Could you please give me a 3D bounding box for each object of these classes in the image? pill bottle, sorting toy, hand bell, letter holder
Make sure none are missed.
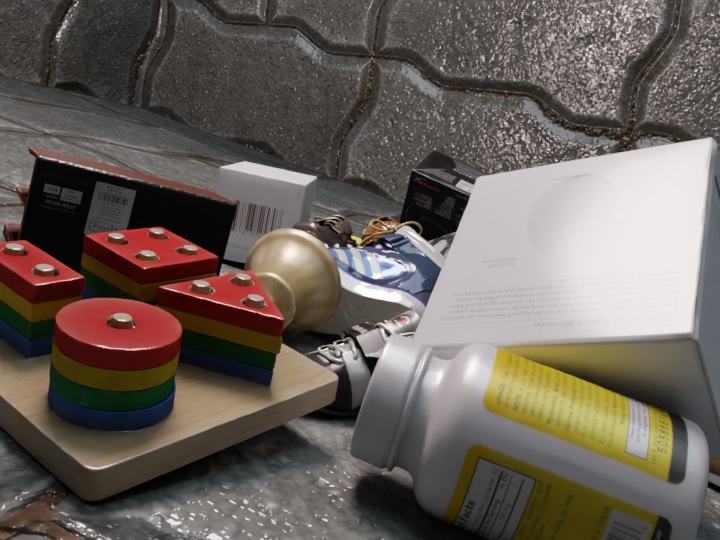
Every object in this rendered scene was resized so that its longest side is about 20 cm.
[{"bbox_3d":[0.098,0.112,0.479,0.197,0.113,0.111,20,10,9],"label":"pill bottle"},{"bbox_3d":[-0.141,0.035,0.497,0.197,0.071,0.198,25,21,32],"label":"sorting toy"},{"bbox_3d":[-0.095,0.039,0.668,0.102,0.106,0.200,20,22,11],"label":"hand bell"},{"bbox_3d":[-0.252,-0.056,0.802,0.197,0.102,0.142,12,10,-32],"label":"letter holder"}]

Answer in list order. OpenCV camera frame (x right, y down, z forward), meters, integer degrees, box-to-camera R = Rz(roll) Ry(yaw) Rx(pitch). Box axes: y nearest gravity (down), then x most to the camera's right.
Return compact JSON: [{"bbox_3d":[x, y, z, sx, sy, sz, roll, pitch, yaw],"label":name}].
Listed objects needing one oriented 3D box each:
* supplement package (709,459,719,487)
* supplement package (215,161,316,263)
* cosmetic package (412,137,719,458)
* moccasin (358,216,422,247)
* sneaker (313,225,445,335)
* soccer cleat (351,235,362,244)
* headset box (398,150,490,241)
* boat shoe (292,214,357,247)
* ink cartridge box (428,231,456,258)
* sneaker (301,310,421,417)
[{"bbox_3d":[0.353,0.141,0.779,0.198,0.116,0.109,24,10,33],"label":"supplement package"},{"bbox_3d":[-0.131,-0.079,1.065,0.114,0.120,0.200,11,10,-1],"label":"supplement package"},{"bbox_3d":[0.170,0.023,0.589,0.196,0.124,0.201,-6,39,34],"label":"cosmetic package"},{"bbox_3d":[0.034,-0.032,0.967,0.072,0.079,0.201,17,11,2],"label":"moccasin"},{"bbox_3d":[0.000,0.000,0.821,0.196,0.082,0.147,17,35,14],"label":"sneaker"},{"bbox_3d":[-0.011,-0.020,1.145,0.083,0.066,0.199,12,11,-42],"label":"soccer cleat"},{"bbox_3d":[0.126,-0.038,1.063,0.147,0.203,0.075,26,39,17],"label":"headset box"},{"bbox_3d":[-0.048,-0.035,0.979,0.073,0.075,0.200,5,-12,11],"label":"boat shoe"},{"bbox_3d":[0.120,-0.007,0.955,0.198,0.100,0.039,-18,-59,43],"label":"ink cartridge box"},{"bbox_3d":[0.010,0.070,0.630,0.197,0.090,0.074,10,13,-31],"label":"sneaker"}]
